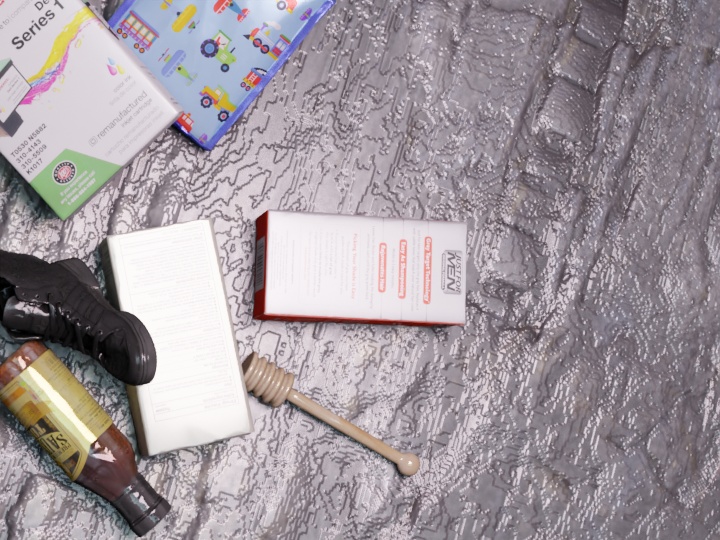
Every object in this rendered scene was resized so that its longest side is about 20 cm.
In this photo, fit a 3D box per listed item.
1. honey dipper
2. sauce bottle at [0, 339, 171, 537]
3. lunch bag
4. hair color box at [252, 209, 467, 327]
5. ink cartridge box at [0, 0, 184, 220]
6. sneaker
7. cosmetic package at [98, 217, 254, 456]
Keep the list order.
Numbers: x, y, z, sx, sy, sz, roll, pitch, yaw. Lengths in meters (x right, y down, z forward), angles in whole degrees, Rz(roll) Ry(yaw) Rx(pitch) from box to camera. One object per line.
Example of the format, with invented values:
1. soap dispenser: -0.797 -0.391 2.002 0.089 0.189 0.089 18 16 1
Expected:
1. honey dipper: -0.028 0.143 1.426 0.199 0.038 0.038 33 76 -14
2. sauce bottle: -0.248 0.152 1.343 0.066 0.066 0.200 -42 94 -16
3. lunch bag: -0.147 -0.224 1.410 0.150 0.094 0.201 41 84 -11
4. hair color box: 0.000 0.000 1.434 0.197 0.061 0.103 4 83 -14
5. ink cartridge box: -0.277 -0.168 1.342 0.145 0.084 0.200 -42 96 2
6. sneaker: -0.268 0.042 1.314 0.103 0.200 0.061 -9 130 -40
7. cosmetic package: -0.170 0.061 1.372 0.104 0.071 0.203 -9 87 -17
